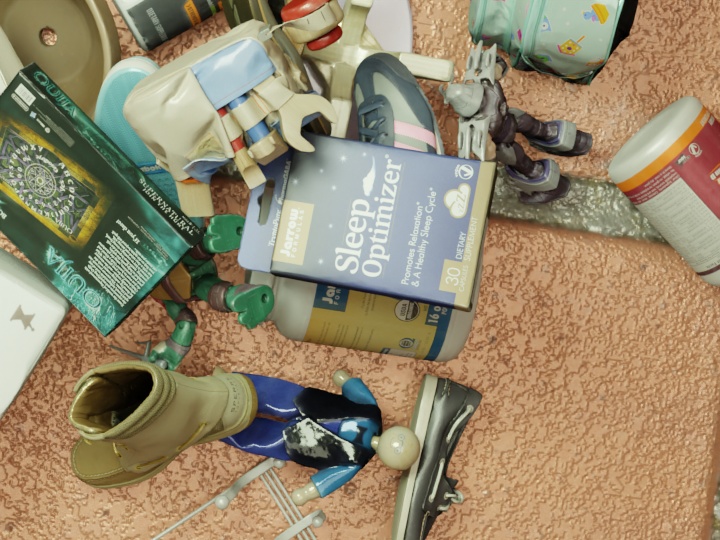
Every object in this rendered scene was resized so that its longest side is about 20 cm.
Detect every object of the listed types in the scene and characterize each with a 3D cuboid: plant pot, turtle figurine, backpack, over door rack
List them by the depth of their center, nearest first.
[{"bbox_3d":[-0.167,0.007,1.538,0.150,0.200,0.101,57,49,-24],"label":"turtle figurine"},{"bbox_3d":[-0.294,-0.198,1.559,0.200,0.093,0.201,5,109,14],"label":"plant pot"},{"bbox_3d":[0.178,-0.261,1.570,0.153,0.200,0.176,13,92,-6],"label":"backpack"},{"bbox_3d":[-0.116,0.280,1.632,0.200,0.067,0.148,-32,95,-4],"label":"over door rack"}]

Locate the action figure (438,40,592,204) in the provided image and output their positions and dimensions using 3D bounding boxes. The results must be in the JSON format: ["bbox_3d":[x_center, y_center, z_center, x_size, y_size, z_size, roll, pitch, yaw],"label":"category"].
[{"bbox_3d":[0.127,-0.124,1.586,0.200,0.069,0.130,29,73,-48],"label":"action figure"}]

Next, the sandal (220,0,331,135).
[{"bbox_3d":[-0.066,-0.200,1.495,0.055,0.082,0.200,-30,95,-19],"label":"sandal"}]

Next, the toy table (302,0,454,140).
[{"bbox_3d":[-0.014,-0.197,1.595,0.183,0.117,0.200,-1,94,-6],"label":"toy table"}]

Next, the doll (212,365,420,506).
[{"bbox_3d":[-0.044,0.148,1.613,0.200,0.048,0.137,11,65,6],"label":"doll"}]

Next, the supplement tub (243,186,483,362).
[{"bbox_3d":[0.000,0.000,1.591,0.200,0.145,0.145,8,92,-7],"label":"supplement tub"}]

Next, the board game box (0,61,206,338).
[{"bbox_3d":[-0.240,-0.056,1.465,0.200,0.028,0.135,46,123,-2],"label":"board game box"}]

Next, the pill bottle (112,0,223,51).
[{"bbox_3d":[-0.134,-0.289,1.582,0.200,0.106,0.106,-31,96,-4],"label":"pill bottle"}]

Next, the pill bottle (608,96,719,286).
[{"bbox_3d":[0.333,-0.056,1.643,0.110,0.110,0.200,-44,96,-3],"label":"pill bottle"}]

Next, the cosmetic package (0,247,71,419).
[{"bbox_3d":[-0.359,0.053,1.527,0.165,0.200,0.165,32,89,-7],"label":"cosmetic package"}]

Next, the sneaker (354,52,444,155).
[{"bbox_3d":[0.025,-0.088,1.489,0.082,0.070,0.200,-12,79,-40],"label":"sneaker"}]

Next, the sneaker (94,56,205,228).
[{"bbox_3d":[-0.177,-0.132,1.560,0.079,0.131,0.200,1,135,8],"label":"sneaker"}]

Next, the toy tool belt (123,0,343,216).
[{"bbox_3d":[-0.082,-0.131,1.417,0.200,0.125,0.123,-26,108,12],"label":"toy tool belt"}]

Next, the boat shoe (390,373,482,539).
[{"bbox_3d":[0.069,0.199,1.646,0.063,0.073,0.200,11,87,-4],"label":"boat shoe"}]

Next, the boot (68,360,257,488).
[{"bbox_3d":[-0.210,0.135,1.543,0.200,0.155,0.073,-22,71,27],"label":"boot"}]

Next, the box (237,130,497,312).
[{"bbox_3d":[0.003,-0.043,1.440,0.200,0.032,0.121,10,84,10],"label":"box"}]

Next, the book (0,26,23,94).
[{"bbox_3d":[-0.379,-0.137,1.537,0.200,0.048,0.134,-25,94,24],"label":"book"}]
